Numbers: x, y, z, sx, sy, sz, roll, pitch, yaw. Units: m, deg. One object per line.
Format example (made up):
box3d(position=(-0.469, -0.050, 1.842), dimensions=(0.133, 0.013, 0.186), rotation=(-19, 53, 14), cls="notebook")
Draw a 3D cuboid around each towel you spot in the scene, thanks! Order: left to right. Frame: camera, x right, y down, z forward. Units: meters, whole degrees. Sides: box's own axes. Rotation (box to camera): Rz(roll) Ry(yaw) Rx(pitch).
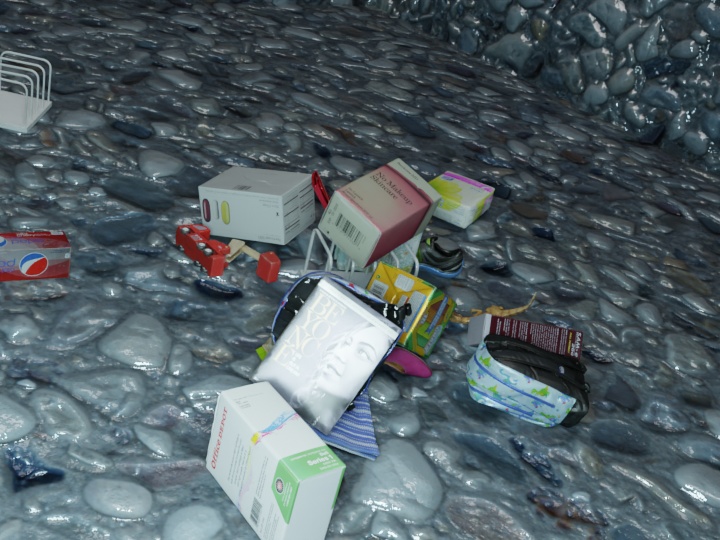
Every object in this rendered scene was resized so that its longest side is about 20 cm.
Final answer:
box3d(position=(-0.042, 0.218, 1.479), dimensions=(0.145, 0.024, 0.200), rotation=(24, 25, -19), cls="towel")
box3d(position=(0.045, -0.083, 1.918), dimensions=(0.171, 0.200, 0.048), rotation=(8, 24, -16), cls="towel")

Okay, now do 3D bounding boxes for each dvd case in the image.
box3d(position=(-0.053, 0.130, 1.391), dimensions=(0.149, 0.200, 0.016), rotation=(36, -6, 1), cls="dvd case")

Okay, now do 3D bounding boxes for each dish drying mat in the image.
box3d(position=(-0.057, -0.119, 1.964), dimensions=(0.018, 0.200, 0.077), rotation=(-24, 30, 6), cls="dish drying mat")

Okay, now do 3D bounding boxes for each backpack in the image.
box3d(position=(-0.046, 0.092, 1.471), dimensions=(0.190, 0.200, 0.154), rotation=(33, -2, -13), cls="backpack")
box3d(position=(0.291, 0.194, 1.621), dimensions=(0.200, 0.154, 0.163), rotation=(32, 27, -14), cls="backpack")

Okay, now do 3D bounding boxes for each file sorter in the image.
box3d(position=(-0.852, -0.442, 2.205), dimensions=(0.139, 0.125, 0.200), rotation=(11, 29, -6), cls="file sorter")
box3d(position=(0.000, 0.000, 1.811), dimensions=(0.200, 0.125, 0.139), rotation=(3, 32, -23), cls="file sorter")

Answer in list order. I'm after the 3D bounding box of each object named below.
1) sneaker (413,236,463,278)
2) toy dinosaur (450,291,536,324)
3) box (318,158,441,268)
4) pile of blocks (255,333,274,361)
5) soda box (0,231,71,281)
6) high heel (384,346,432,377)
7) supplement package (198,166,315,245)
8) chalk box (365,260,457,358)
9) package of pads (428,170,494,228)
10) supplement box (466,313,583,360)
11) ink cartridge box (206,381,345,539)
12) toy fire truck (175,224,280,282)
box3d(position=(0.135, -0.045, 2.014), dimensions=(0.199, 0.083, 0.071), rotation=(14, 28, -2), cls="sneaker")
box3d(position=(0.280, 0.093, 1.821), dimensions=(0.200, 0.060, 0.106), rotation=(-15, -10, 25), cls="toy dinosaur")
box3d(position=(0.039, -0.113, 1.742), dimensions=(0.128, 0.109, 0.200), rotation=(43, 46, 15), cls="box")
box3d(position=(-0.151, 0.168, 1.501), dimensions=(0.082, 0.062, 0.200), rotation=(54, 14, -24), cls="pile of blocks")
box3d(position=(-0.628, -0.024, 1.617), dimensions=(0.200, 0.070, 0.063), rotation=(-3, 34, -31), cls="soda box")
box3d(position=(0.029, 0.175, 1.627), dimensions=(0.200, 0.067, 0.096), rotation=(25, 72, -5), cls="high heel")
box3d(position=(-0.220, -0.143, 1.937), dimensions=(0.200, 0.111, 0.156), rotation=(8, 26, 21), cls="supplement package")
box3d(position=(0.091, 0.079, 1.687), dimensions=(0.124, 0.125, 0.200), rotation=(27, -1, 25), cls="chalk box")
box3d(position=(0.249, -0.186, 2.341), dimensions=(0.154, 0.068, 0.200), rotation=(25, 30, 20), cls="package of pads")
box3d(position=(0.319, 0.133, 1.758), dimensions=(0.200, 0.061, 0.109), rotation=(10, -9, -9), cls="supplement box")
box3d(position=(-0.123, 0.272, 1.251), dimensions=(0.084, 0.145, 0.200), rotation=(-9, 36, -39), cls="ink cartridge box")
box3d(position=(-0.272, -0.037, 1.838), dimensions=(0.141, 0.049, 0.200), rotation=(-11, 37, -40), cls="toy fire truck")
